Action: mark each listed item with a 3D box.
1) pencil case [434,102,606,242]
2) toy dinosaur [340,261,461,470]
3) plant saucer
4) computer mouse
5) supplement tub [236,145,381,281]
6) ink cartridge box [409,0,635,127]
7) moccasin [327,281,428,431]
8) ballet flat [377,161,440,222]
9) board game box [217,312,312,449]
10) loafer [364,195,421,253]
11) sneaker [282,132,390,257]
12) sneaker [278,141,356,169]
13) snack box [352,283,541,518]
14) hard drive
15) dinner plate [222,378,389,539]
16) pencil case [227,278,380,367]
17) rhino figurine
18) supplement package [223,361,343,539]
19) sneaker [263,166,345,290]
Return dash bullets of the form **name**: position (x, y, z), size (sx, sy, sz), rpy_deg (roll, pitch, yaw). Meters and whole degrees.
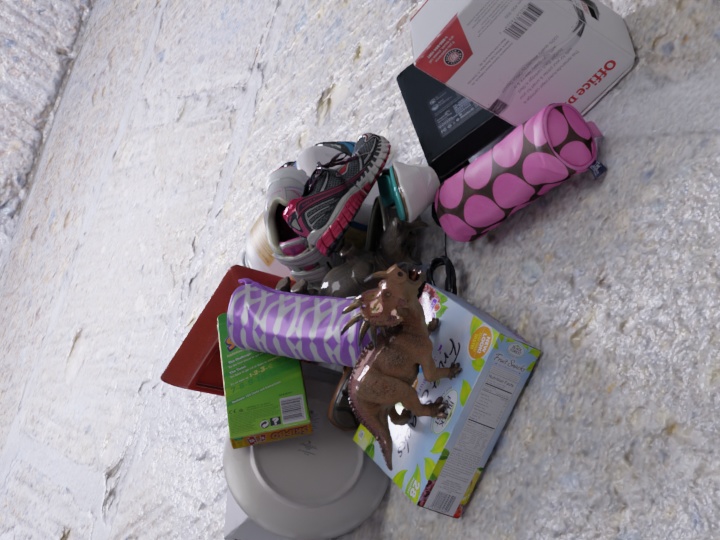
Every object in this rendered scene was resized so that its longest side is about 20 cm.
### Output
- **pencil case**: position (0.171, -0.104, 1.327), size (0.199, 0.093, 0.092), rpy_deg (-31, 90, 46)
- **toy dinosaur**: position (0.026, 0.094, 1.247), size (0.085, 0.134, 0.203), rpy_deg (16, 85, 58)
- **plant saucer**: position (-0.132, 0.099, 1.584), size (0.201, 0.198, 0.037), rpy_deg (-55, 42, 22)
- **computer mouse**: position (0.110, -0.046, 1.442), size (0.058, 0.034, 0.203), rpy_deg (-14, 60, 42)
- **supplement tub**: position (-0.066, -0.049, 1.620), size (0.201, 0.143, 0.145), rpy_deg (-53, 33, 24)
- **ink cartridge box**: position (0.173, -0.248, 1.301), size (0.147, 0.198, 0.084), rpy_deg (-44, 34, 34)
- **moccasin**: position (0.019, 0.097, 1.430), size (0.077, 0.073, 0.204), rpy_deg (-14, 48, 64)
- **ballet flat**: position (0.061, -0.100, 1.422), size (0.200, 0.069, 0.070), rpy_deg (-129, 64, -81)
- **board game box**: position (-0.116, 0.119, 1.435), size (0.030, 0.094, 0.202), rpy_deg (81, 177, -46)
- **loafer**: position (0.019, 0.005, 1.518), size (0.070, 0.069, 0.203), rpy_deg (-12, 61, 56)
- **sneaker**: position (-0.023, -0.107, 1.442), size (0.081, 0.074, 0.201), rpy_deg (-55, 3, 43)
- **sneaker**: position (-0.052, -0.132, 1.746), size (0.199, 0.072, 0.083), rpy_deg (-25, 66, 58)
- **snack box**: position (0.089, 0.138, 1.316), size (0.202, 0.067, 0.168), rpy_deg (-65, 30, 7)
- **hard drive**: position (0.123, -0.220, 1.496), size (0.139, 0.033, 0.201), rpy_deg (-35, 40, 17)
- **dinner plate**: position (-0.060, 0.212, 1.397), size (0.024, 0.197, 0.203), rpy_deg (106, 167, -56)
- **pencil case**: position (-0.059, 0.060, 1.385), size (0.197, 0.084, 0.087), rpy_deg (4, 99, 29)
- **rhino figurine**: position (0.000, 0.000, 1.451), size (0.199, 0.088, 0.060), rpy_deg (-35, 28, 12)
- **supplement package**: position (-0.087, 0.228, 1.484), size (0.121, 0.118, 0.203), rpy_deg (-45, 35, 49)
- **sneaker**: position (-0.071, -0.024, 1.503), size (0.080, 0.202, 0.088), rpy_deg (-24, 13, 20)
